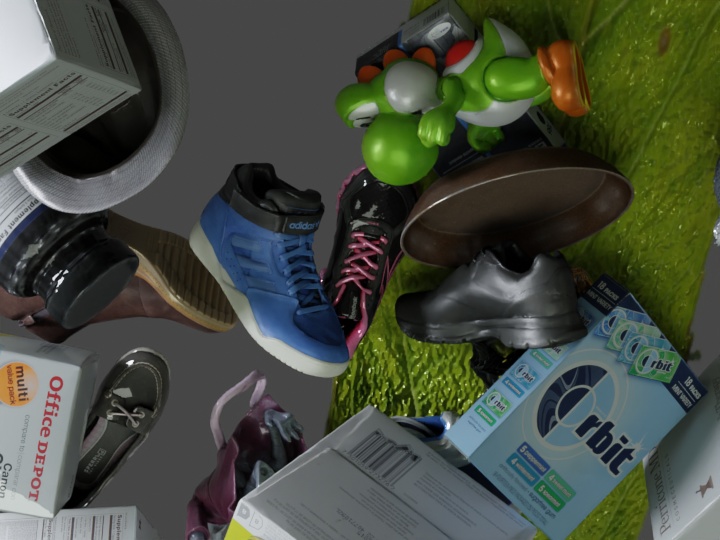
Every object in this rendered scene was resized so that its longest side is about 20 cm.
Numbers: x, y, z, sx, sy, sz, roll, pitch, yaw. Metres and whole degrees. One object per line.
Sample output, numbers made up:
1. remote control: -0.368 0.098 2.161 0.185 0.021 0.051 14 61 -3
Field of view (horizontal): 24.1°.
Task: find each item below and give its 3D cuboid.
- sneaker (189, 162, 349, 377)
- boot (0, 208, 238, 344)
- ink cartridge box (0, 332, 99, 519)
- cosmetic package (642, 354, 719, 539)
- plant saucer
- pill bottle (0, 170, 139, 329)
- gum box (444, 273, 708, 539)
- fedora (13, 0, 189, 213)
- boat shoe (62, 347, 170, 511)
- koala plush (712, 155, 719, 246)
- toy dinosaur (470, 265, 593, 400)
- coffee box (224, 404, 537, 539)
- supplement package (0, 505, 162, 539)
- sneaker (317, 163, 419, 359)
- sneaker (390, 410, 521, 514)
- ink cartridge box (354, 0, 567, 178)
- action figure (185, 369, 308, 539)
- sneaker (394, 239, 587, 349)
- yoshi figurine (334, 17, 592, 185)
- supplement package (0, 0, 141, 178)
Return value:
1. sneaker: -0.061 -0.009 1.436 0.077 0.200 0.111 -2 134 -47
2. boot: -0.228 0.022 1.540 0.200 0.072 0.166 34 133 -20
3. ink cartridge box: -0.352 0.130 1.534 0.200 0.145 0.145 10 91 -4
4. cosmetic package: 0.384 0.177 1.532 0.166 0.167 0.200 28 122 -16
5. plant saucer: 0.128 -0.055 1.415 0.200 0.035 0.200 -11 160 -4
6. pill bottle: -0.282 -0.050 1.403 0.200 0.112 0.112 44 121 9
7. gum box: 0.196 0.127 1.501 0.200 0.045 0.170 -45 130 -2
8. fedora: -0.206 -0.143 1.361 0.177 0.090 0.200 -32 78 17
9. boat shoe: -0.240 0.160 1.630 0.067 0.057 0.200 26 123 -14
10. koala plush: 0.362 -0.100 1.348 0.184 0.177 0.200 43 118 -11
11. toy dinosaur: 0.177 0.093 1.538 0.136 0.102 0.200 -11 103 -8
12. coffee box: -0.001 0.284 1.529 0.200 0.200 0.198 36 129 18
13. supplement package: -0.302 0.333 1.671 0.200 0.151 0.152 -4 152 7
14. sneaker: 0.000 0.000 1.478 0.079 0.095 0.200 15 124 -5
15. sneaker: 0.047 0.206 1.641 0.200 0.081 0.147 -27 107 30
16. ink cartridge box: 0.093 -0.126 1.416 0.099 0.039 0.200 -32 118 23
17. action figure: -0.131 0.212 1.632 0.149 0.134 0.200 55 145 6
18. sneaker: 0.110 0.019 1.458 0.200 0.076 0.091 -1 97 42
19. yoshi figurine: 0.081 -0.120 1.337 0.200 0.112 0.112 -9 130 13
20. supplement package: -0.286 -0.196 1.282 0.156 0.200 0.111 -29 161 21
